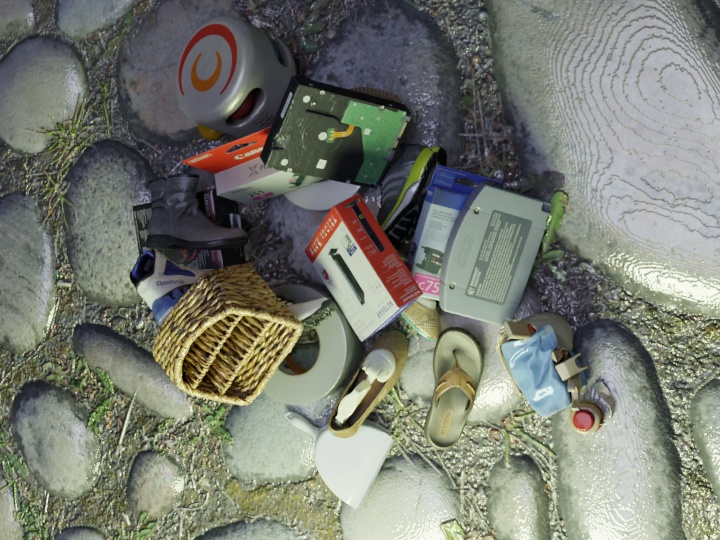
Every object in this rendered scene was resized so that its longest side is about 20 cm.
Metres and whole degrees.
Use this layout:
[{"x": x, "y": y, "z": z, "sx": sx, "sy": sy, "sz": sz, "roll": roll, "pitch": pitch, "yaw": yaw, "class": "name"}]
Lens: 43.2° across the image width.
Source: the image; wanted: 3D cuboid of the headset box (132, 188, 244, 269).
[{"x": -0.296, "y": -0.058, "z": 1.616, "sx": 0.200, "sy": 0.075, "sz": 0.149, "roll": -10, "pitch": 88, "yaw": 26, "class": "headset box"}]

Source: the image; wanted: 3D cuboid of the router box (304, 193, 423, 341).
[{"x": 0.000, "y": 0.000, "z": 1.403, "sx": 0.180, "sy": 0.049, "sz": 0.200, "roll": 57, "pitch": 157, "yaw": 8, "class": "router box"}]

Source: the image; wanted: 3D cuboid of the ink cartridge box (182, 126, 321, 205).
[{"x": -0.151, "y": -0.165, "z": 1.444, "sx": 0.200, "sy": 0.174, "sz": 0.044, "roll": -16, "pitch": 77, "yaw": 26, "class": "ink cartridge box"}]

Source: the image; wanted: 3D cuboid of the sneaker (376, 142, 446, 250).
[{"x": 0.059, "y": -0.113, "z": 1.436, "sx": 0.081, "sy": 0.074, "sz": 0.200, "roll": 26, "pitch": 82, "yaw": 35, "class": "sneaker"}]

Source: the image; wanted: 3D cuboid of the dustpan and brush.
[{"x": -0.051, "y": 0.290, "z": 1.529, "sx": 0.200, "sy": 0.057, "sz": 0.140, "roll": 28, "pitch": 92, "yaw": 16, "class": "dustpan and brush"}]

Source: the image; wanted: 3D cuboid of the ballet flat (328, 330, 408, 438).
[{"x": 0.009, "y": 0.183, "z": 1.455, "sx": 0.068, "sy": 0.072, "sz": 0.200, "roll": 37, "pitch": 93, "yaw": 15, "class": "ballet flat"}]

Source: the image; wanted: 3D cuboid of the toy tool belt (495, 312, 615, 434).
[{"x": 0.275, "y": 0.156, "z": 1.318, "sx": 0.125, "sy": 0.123, "sz": 0.200, "roll": -35, "pitch": 78, "yaw": 23, "class": "toy tool belt"}]

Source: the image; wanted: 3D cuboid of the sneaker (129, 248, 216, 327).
[{"x": -0.301, "y": 0.011, "z": 1.470, "sx": 0.115, "sy": 0.199, "sz": 0.081, "roll": 47, "pitch": 110, "yaw": 3, "class": "sneaker"}]

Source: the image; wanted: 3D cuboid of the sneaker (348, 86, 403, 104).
[{"x": -0.034, "y": -0.242, "z": 1.454, "sx": 0.200, "sy": 0.112, "sz": 0.071, "roll": -5, "pitch": 87, "yaw": -5, "class": "sneaker"}]

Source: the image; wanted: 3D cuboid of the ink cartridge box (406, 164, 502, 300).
[{"x": 0.144, "y": -0.051, "z": 1.386, "sx": 0.119, "sy": 0.042, "sz": 0.200, "roll": 13, "pitch": 97, "yaw": -16, "class": "ink cartridge box"}]

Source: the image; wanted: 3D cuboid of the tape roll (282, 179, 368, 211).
[{"x": -0.062, "y": -0.200, "z": 1.518, "sx": 0.202, "sy": 0.037, "sz": 0.203, "roll": 1, "pitch": 93, "yaw": 27, "class": "tape roll"}]

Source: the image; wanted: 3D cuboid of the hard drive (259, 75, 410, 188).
[{"x": -0.036, "y": -0.203, "z": 1.358, "sx": 0.140, "sy": 0.200, "sz": 0.038, "roll": -64, "pitch": 36, "yaw": 28, "class": "hard drive"}]

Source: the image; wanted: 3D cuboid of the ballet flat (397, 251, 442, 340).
[{"x": 0.070, "y": 0.022, "z": 1.443, "sx": 0.200, "sy": 0.070, "sz": 0.065, "roll": 46, "pitch": 114, "yaw": 16, "class": "ballet flat"}]

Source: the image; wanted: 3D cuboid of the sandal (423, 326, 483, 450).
[{"x": 0.141, "y": 0.188, "z": 1.409, "sx": 0.082, "sy": 0.055, "sz": 0.200, "roll": 14, "pitch": 100, "yaw": 0, "class": "sandal"}]

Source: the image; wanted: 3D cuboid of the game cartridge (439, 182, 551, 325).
[{"x": 0.194, "y": -0.024, "z": 1.362, "sx": 0.133, "sy": 0.042, "sz": 0.200, "roll": 16, "pitch": 100, "yaw": -9, "class": "game cartridge"}]

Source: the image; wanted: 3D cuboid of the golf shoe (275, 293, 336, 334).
[{"x": -0.135, "y": 0.068, "z": 1.470, "sx": 0.200, "sy": 0.078, "sz": 0.095, "roll": -22, "pitch": 82, "yaw": 24, "class": "golf shoe"}]

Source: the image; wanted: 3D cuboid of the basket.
[{"x": -0.211, "y": 0.111, "z": 1.397, "sx": 0.149, "sy": 0.143, "sz": 0.200, "roll": 48, "pitch": 121, "yaw": 19, "class": "basket"}]

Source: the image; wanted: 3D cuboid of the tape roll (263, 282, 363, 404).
[{"x": -0.098, "y": 0.121, "z": 1.532, "sx": 0.200, "sy": 0.066, "sz": 0.201, "roll": 1, "pitch": 93, "yaw": 27, "class": "tape roll"}]

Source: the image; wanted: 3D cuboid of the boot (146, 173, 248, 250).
[{"x": -0.279, "y": -0.101, "z": 1.529, "sx": 0.200, "sy": 0.070, "sz": 0.132, "roll": 1, "pitch": 88, "yaw": 21, "class": "boot"}]

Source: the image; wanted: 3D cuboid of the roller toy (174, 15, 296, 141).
[{"x": -0.205, "y": -0.317, "z": 1.520, "sx": 0.182, "sy": 0.140, "sz": 0.200, "roll": 9, "pitch": 87, "yaw": 38, "class": "roller toy"}]
